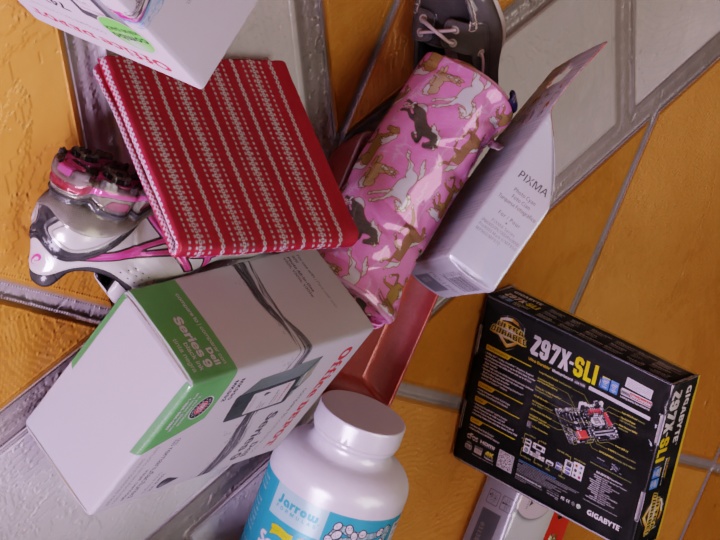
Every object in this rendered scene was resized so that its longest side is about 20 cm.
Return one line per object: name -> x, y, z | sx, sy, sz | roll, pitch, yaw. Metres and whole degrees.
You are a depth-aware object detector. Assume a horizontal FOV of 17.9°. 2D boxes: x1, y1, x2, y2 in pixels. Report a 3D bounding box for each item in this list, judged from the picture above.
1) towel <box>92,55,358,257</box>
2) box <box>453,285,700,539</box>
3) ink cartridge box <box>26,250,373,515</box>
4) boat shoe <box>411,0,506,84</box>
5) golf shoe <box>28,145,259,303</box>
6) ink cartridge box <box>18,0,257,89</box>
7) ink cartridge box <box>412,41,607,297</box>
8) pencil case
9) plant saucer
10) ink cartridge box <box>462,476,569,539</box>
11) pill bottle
towel -> -0.086, -0.075, 1.511 | 0.022, 0.145, 0.200 | -32, 165, 32
box -> 0.181, 0.125, 1.958 | 0.049, 0.199, 0.161 | -14, 122, -50
ink cartridge box -> -0.106, 0.071, 1.559 | 0.200, 0.084, 0.146 | -16, 151, -51
boat shoe -> 0.071, -0.157, 1.730 | 0.057, 0.067, 0.201 | -51, 150, -29
golf shoe -> -0.141, -0.024, 1.510 | 0.199, 0.072, 0.093 | 8, 110, -48
ink cartridge box -> -0.146, -0.227, 1.284 | 0.147, 0.146, 0.200 | -60, 147, -10
ink cartridge box -> 0.121, -0.072, 1.715 | 0.200, 0.047, 0.160 | -53, -174, -8
pencil case -> 0.034, -0.059, 1.663 | 0.201, 0.086, 0.083 | -58, 179, -12
plant saucer -> 0.000, 0.000, 1.761 | 0.200, 0.037, 0.201 | 19, 94, -59
ink cartridge box -> 0.180, 0.213, 2.164 | 0.200, 0.057, 0.163 | 13, 100, -53
pill bottle -> -0.031, 0.196, 1.762 | 0.111, 0.111, 0.201 | -7, 122, -54
